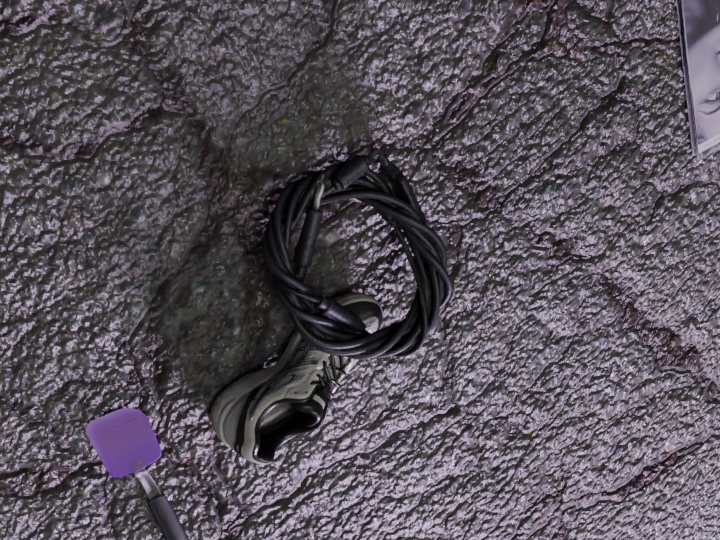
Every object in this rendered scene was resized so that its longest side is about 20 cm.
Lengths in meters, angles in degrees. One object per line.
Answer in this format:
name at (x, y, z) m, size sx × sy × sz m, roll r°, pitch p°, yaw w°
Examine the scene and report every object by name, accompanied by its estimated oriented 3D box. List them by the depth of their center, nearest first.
cable at (0.000, 0.000, 1.428) m, size 0.163 × 0.051 × 0.201 m, roll -32°, pitch 111°, yaw -22°
spatula at (-0.197, 0.207, 1.470) m, size 0.056 × 0.021 × 0.201 m, roll -24°, pitch 130°, yaw -4°
sneaker at (-0.044, 0.108, 1.472) m, size 0.200 × 0.088 × 0.076 m, roll -43°, pitch 129°, yaw -7°
dvd case at (0.396, -0.231, 1.612) m, size 0.148 × 0.016 × 0.201 m, roll -28°, pitch 128°, yaw -18°
